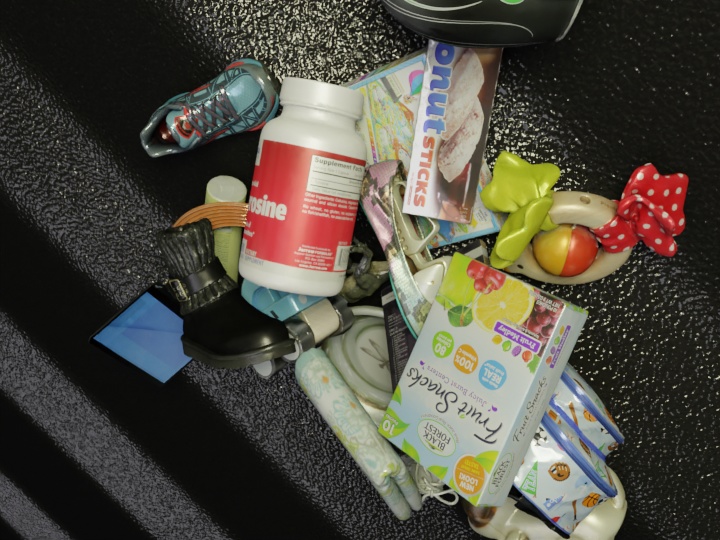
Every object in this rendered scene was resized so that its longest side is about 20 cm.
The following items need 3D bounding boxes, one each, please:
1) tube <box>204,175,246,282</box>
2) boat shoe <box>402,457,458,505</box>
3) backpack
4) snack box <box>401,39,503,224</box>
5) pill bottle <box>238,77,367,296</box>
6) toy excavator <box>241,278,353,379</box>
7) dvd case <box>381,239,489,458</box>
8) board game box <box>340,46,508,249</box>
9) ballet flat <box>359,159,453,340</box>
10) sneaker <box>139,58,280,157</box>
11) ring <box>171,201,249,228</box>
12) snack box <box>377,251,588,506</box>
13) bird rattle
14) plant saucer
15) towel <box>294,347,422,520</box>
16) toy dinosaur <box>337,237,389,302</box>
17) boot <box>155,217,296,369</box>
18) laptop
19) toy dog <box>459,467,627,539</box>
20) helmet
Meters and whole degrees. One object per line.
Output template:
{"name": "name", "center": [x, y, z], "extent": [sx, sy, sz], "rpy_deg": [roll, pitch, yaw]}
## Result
{"name": "tube", "center": [-0.188, -0.034, 1.014], "extent": [0.202, 0.051, 0.058], "rpy_deg": [106, 147, -42]}
{"name": "boat shoe", "center": [0.090, 0.257, 0.964], "extent": [0.074, 0.087, 0.202], "rpy_deg": [26, 158, -11]}
{"name": "backpack", "center": [0.195, 0.177, 0.823], "extent": [0.154, 0.192, 0.199], "rpy_deg": [-42, 126, 17]}
{"name": "snack box", "center": [0.090, -0.150, 0.736], "extent": [0.070, 0.024, 0.204], "rpy_deg": [10, 106, 7]}
{"name": "pill bottle", "center": [-0.054, -0.084, 0.770], "extent": [0.110, 0.112, 0.204], "rpy_deg": [13, 96, 21]}
{"name": "toy excavator", "center": [-0.090, 0.001, 0.899], "extent": [0.194, 0.099, 0.202], "rpy_deg": [-32, 88, 45]}
{"name": "dvd case", "center": [0.091, 0.084, 0.829], "extent": [0.147, 0.203, 0.016], "rpy_deg": [-29, 144, 34]}
{"name": "board game box", "center": [0.060, -0.121, 0.819], "extent": [0.133, 0.034, 0.202], "rpy_deg": [-13, 114, 35]}
{"name": "ballet flat", "center": [0.057, -0.022, 0.798], "extent": [0.070, 0.069, 0.203], "rpy_deg": [-23, 88, 32]}
{"name": "sneaker", "center": [-0.176, -0.173, 0.876], "extent": [0.198, 0.096, 0.080], "rpy_deg": [-17, 113, 36]}
{"name": "ring", "center": [-0.151, -0.014, 0.981], "extent": [0.196, 0.019, 0.203], "rpy_deg": [4, 136, 4]}
{"name": "snack box", "center": [0.115, 0.102, 0.742], "extent": [0.141, 0.053, 0.203], "rpy_deg": [28, 97, 45]}
{"name": "bird rattle", "center": [0.216, -0.044, 0.757], "extent": [0.196, 0.115, 0.164], "rpy_deg": [1, 149, -2]}
{"name": "plant saucer", "center": [0.036, 0.121, 0.986], "extent": [0.197, 0.050, 0.203], "rpy_deg": [15, 128, 20]}
{"name": "towel", "center": [0.002, 0.194, 0.884], "extent": [0.171, 0.048, 0.201], "rpy_deg": [47, 169, 31]}
{"name": "toy dinosaur", "center": [0.000, 0.000, 0.930], "extent": [0.198, 0.048, 0.088], "rpy_deg": [-25, 120, 36]}
{"name": "boot", "center": [-0.159, 0.022, 0.859], "extent": [0.209, 0.079, 0.161], "rpy_deg": [3, 104, 47]}
{"name": "laptop", "center": [-0.230, 0.100, 1.041], "extent": [0.197, 0.105, 0.178], "rpy_deg": [8, 156, 27]}
{"name": "toy dog", "center": [0.219, 0.309, 0.955], "extent": [0.197, 0.140, 0.197], "rpy_deg": [17, 128, 21]}
{"name": "helmet", "center": [0.088, -0.277, 0.608], "extent": [0.187, 0.202, 0.202], "rpy_deg": [13, 129, 0]}
